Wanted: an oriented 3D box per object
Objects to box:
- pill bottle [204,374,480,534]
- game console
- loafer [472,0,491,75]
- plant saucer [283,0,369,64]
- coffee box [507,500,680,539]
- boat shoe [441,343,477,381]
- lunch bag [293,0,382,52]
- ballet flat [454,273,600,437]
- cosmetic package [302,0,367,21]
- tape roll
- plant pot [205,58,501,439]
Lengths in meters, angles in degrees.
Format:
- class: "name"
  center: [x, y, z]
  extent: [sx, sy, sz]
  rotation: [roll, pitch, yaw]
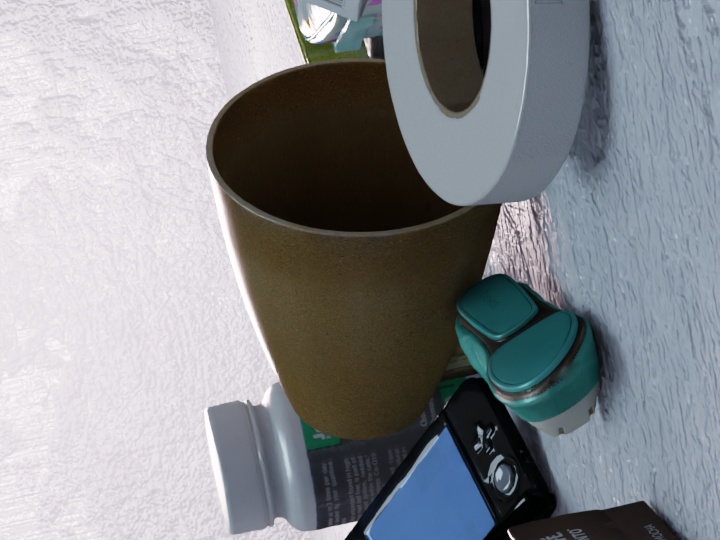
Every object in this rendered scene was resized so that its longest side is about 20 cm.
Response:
- class: "pill bottle"
  center: [-0.008, 0.127, 1.856]
  extent: [0.113, 0.199, 0.114]
  rotation: [168, 90, -83]
- class: "game console"
  center: [0.026, 0.191, 1.666]
  extent: [0.200, 0.116, 0.176]
  rotation: [-54, 46, 32]
- class: "loafer"
  center: [0.057, -0.149, 1.455]
  extent: [0.072, 0.063, 0.201]
  rotation: [166, 92, -83]
- class: "plant saucer"
  center: [-0.017, -0.159, 2.005]
  extent: [0.200, 0.048, 0.201]
  rotation: [-109, 1, -49]
- class: "coffee box"
  center: [0.140, 0.235, 1.327]
  extent: [0.113, 0.079, 0.201]
  rotation: [-129, 28, -77]
- class: "boat shoe"
  center: [0.054, 0.039, 1.739]
  extent: [0.200, 0.074, 0.067]
  rotation: [-176, 77, -78]
- class: "lunch bag"
  center: [-0.011, -0.241, 1.802]
  extent: [0.200, 0.077, 0.161]
  rotation: [162, 95, -83]
- class: "ballet flat"
  center: [0.105, 0.056, 1.454]
  extent: [0.071, 0.067, 0.200]
  rotation: [55, 180, -16]
- class: "cosmetic package"
  center: [0.011, -0.253, 1.401]
  extent: [0.200, 0.051, 0.151]
  rotation: [100, -167, -65]
- class: "tape roll"
  center: [0.063, -0.135, 1.339]
  extent: [0.203, 0.037, 0.204]
  rotation: [176, 90, -69]
- class: "plant pot"
  center: [0.000, 0.000, 1.591]
  extent: [0.187, 0.185, 0.201]
  rotation: [-110, 15, -50]
